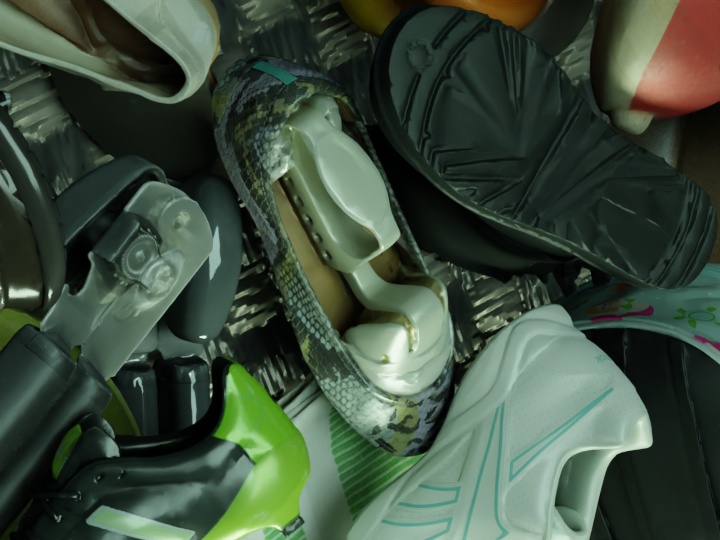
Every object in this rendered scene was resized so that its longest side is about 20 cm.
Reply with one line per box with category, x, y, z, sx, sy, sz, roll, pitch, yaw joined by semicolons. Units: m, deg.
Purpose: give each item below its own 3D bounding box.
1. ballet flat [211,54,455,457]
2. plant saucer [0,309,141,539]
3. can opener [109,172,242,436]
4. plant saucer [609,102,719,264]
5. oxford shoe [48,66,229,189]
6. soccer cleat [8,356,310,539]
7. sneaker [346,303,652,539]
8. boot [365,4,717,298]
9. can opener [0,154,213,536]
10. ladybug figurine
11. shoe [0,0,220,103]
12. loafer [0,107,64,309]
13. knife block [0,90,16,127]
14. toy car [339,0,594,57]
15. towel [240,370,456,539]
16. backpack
ballet flat;0.000;0.000;1.087;0.072;0.072;0.201;-37;114;-24
plant saucer;-0.184;0.109;1.069;0.199;0.031;0.202;-1;93;-27
can opener;-0.087;0.057;1.117;0.052;0.066;0.202;-5;102;-30
plant saucer;0.211;-0.045;1.311;0.199;0.032;0.202;-3;95;-31
oxford shoe;-0.105;-0.121;1.089;0.201;0.071;0.071;60;31;-30
soccer cleat;-0.114;0.109;1.024;0.199;0.068;0.081;-33;106;-6
sneaker;0.051;0.115;1.127;0.201;0.080;0.070;-55;155;13
boot;0.049;-0.050;1.131;0.198;0.162;0.074;31;79;-29
can opener;-0.138;0.041;1.051;0.200;0.067;0.053;-51;137;-7
ladybug figurine;0.157;-0.152;1.108;0.071;0.136;0.201;19;88;6
shoe;-0.143;-0.129;1.006;0.199;0.054;0.070;30;121;-13
loafer;-0.184;-0.061;0.962;0.071;0.073;0.201;-36;107;-16
knife block;-0.237;-0.028;1.011;0.175;0.064;0.201;31;77;-29
toy car;0.067;-0.195;1.136;0.174;0.150;0.201;30;78;-30
towel;-0.020;0.120;1.154;0.200;0.023;0.153;-40;131;-32
backpack;0.155;0.095;1.205;0.151;0.177;0.201;-42;112;-46
